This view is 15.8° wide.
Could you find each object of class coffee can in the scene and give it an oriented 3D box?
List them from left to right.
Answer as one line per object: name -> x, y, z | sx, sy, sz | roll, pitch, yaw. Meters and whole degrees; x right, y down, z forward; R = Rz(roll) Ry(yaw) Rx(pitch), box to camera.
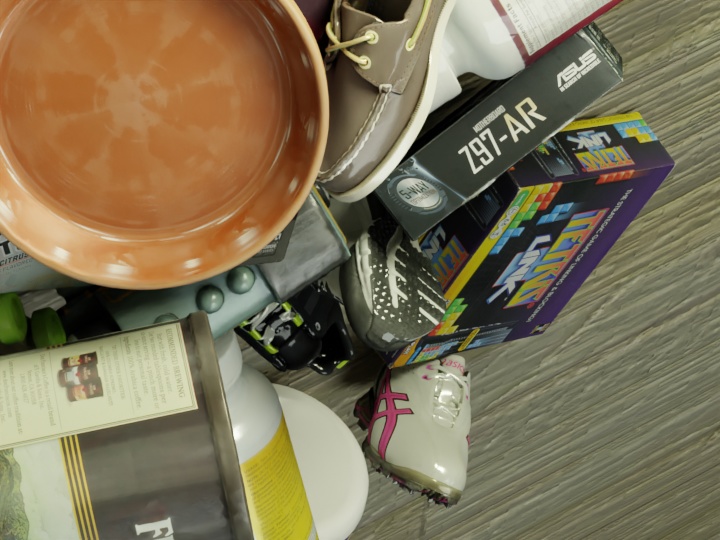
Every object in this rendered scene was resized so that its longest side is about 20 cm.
coffee can -> -0.169, 0.114, 1.451 | 0.200, 0.146, 0.146 | -12, 153, -4

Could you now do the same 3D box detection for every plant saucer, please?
plant saucer -> -0.116, -0.087, 1.351 | 0.200, 0.200, 0.032 | -41, -163, 15

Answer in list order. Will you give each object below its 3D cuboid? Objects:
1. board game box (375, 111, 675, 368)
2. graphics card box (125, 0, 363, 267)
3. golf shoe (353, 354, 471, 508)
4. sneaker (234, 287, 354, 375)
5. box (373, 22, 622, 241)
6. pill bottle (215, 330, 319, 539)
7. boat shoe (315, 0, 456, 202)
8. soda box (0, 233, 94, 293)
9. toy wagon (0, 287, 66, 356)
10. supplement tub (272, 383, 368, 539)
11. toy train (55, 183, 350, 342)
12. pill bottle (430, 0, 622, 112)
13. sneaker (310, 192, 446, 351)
board game box -> 0.111, -0.021, 1.868 | 0.165, 0.057, 0.200 | -10, 146, -40
graphics card box -> -0.073, -0.096, 1.427 | 0.125, 0.051, 0.200 | -7, 123, -47
golf shoe -> 0.045, 0.104, 1.903 | 0.073, 0.200, 0.092 | 24, 104, -17
sneaker -> -0.052, 0.022, 1.711 | 0.072, 0.083, 0.200 | -40, 155, 12
box -> 0.089, -0.093, 1.617 | 0.160, 0.044, 0.200 | -38, -177, 10
pill bottle -> -0.098, 0.129, 1.694 | 0.112, 0.112, 0.200 | -26, 125, -18
boat shoe -> 0.013, -0.136, 1.395 | 0.060, 0.072, 0.200 | 19, 97, -49
soda box -> -0.194, -0.032, 1.446 | 0.200, 0.068, 0.064 | -6, 135, -47
toy wagon -> -0.263, 0.042, 1.471 | 0.155, 0.040, 0.200 | -16, 166, 9
supplement tub -> -0.087, 0.193, 1.906 | 0.145, 0.145, 0.200 | -18, 152, -32
toy train -> -0.099, 0.003, 1.568 | 0.200, 0.085, 0.114 | -32, -162, -8
pill bottle -> 0.090, -0.179, 1.485 | 0.200, 0.110, 0.110 | -34, 156, 0
sneaker -> 0.000, 0.000, 1.627 | 0.080, 0.200, 0.074 | -38, 114, 15
